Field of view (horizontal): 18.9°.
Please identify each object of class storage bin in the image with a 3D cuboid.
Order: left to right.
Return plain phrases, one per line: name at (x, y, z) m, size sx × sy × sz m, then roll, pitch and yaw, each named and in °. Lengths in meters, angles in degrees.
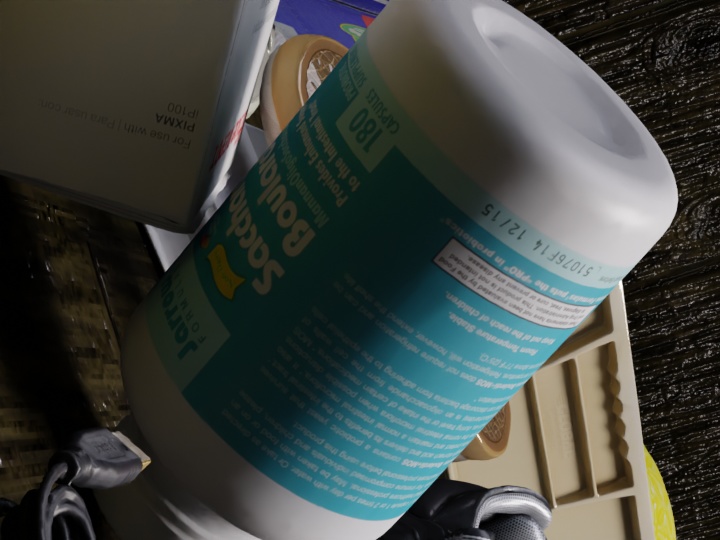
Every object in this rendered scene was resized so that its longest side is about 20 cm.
storage bin at (0.044, 0.023, 1.015) m, size 0.200 × 0.093 × 0.199 m, roll -125°, pitch -161°, yaw -52°

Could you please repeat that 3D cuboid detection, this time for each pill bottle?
pill bottle at (-0.001, 0.013, 0.689) m, size 0.111 × 0.200 × 0.111 m, roll 35°, pitch 21°, yaw -15°

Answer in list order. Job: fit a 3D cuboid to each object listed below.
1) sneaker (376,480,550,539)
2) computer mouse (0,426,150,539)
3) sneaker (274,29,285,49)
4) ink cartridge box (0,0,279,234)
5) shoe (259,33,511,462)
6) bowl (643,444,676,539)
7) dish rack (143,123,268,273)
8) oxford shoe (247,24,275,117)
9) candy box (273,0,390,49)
sneaker at (0.028, 0.136, 0.897) m, size 0.200 × 0.113 × 0.076 m, roll 54°, pitch 37°, yaw -66°
computer mouse at (-0.060, 0.116, 0.635) m, size 0.200 × 0.046 × 0.141 m, roll 8°, pitch 68°, yaw -70°
sneaker at (-0.086, -0.192, 1.122) m, size 0.114 × 0.075 × 0.200 m, roll -96°, pitch 164°, yaw -51°
ink cartridge box at (-0.061, -0.128, 0.713) m, size 0.147 × 0.083 × 0.201 m, roll -78°, pitch -176°, yaw -78°
shoe at (0.000, 0.000, 0.828) m, size 0.200 × 0.053 × 0.070 m, roll 65°, pitch 31°, yaw -31°
bowl at (0.104, 0.159, 1.143) m, size 0.107 × 0.200 × 0.200 m, roll 19°, pitch 41°, yaw -33°
dish rack at (-0.076, -0.064, 1.007) m, size 0.200 × 0.043 × 0.172 m, roll -94°, pitch 166°, yaw -63°
oxford shoe at (-0.063, -0.121, 0.925) m, size 0.075 × 0.058 × 0.200 m, roll 32°, pitch 24°, yaw -14°
candy box at (0.031, -0.180, 0.911) m, size 0.169 × 0.077 × 0.200 m, roll 43°, pitch 68°, yaw -78°
